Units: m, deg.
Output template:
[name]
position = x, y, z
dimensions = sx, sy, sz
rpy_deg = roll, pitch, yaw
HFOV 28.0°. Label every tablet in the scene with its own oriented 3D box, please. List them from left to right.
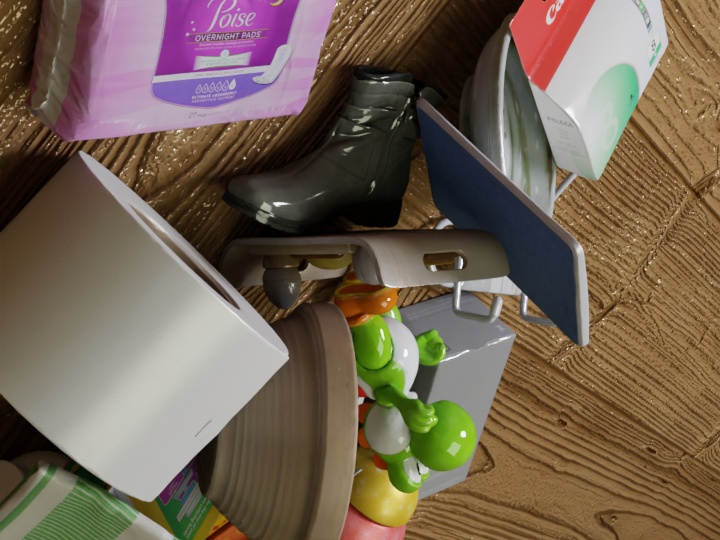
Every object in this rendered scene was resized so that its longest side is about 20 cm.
[tablet]
position = 0.110, -0.038, 1.124
dimensions = 0.014, 0.200, 0.131
rpy_deg = -33, 144, -14

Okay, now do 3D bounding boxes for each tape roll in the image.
[tape roll]
position = -0.166, 0.037, 0.985
dimensions = 0.139, 0.203, 0.203
rpy_deg = -45, 145, 0

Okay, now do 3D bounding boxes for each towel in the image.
[towel]
position = -0.175, 0.223, 1.028
dimensions = 0.153, 0.200, 0.023
rpy_deg = -44, -166, 39

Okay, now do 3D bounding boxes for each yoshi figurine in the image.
[yoshi figurine]
position = 0.046, 0.096, 1.262
dimensions = 0.112, 0.112, 0.201
rpy_deg = -22, 107, -26

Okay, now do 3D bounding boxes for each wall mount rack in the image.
[wall mount rack]
position = 0.150, -0.037, 1.360
dimensions = 0.199, 0.074, 0.175
rpy_deg = 5, 92, -50

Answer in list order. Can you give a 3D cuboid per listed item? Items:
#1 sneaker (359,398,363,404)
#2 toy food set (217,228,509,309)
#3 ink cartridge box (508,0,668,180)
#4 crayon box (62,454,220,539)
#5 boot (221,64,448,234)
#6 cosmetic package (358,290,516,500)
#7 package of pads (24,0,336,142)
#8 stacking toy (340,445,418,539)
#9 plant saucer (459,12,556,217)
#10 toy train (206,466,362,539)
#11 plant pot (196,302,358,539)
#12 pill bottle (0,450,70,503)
[sneaker]
position = -0.066, 0.109, 1.289
dimensions = 0.200, 0.075, 0.088
rpy_deg = 32, 81, -56
[toy food set]
position = 0.000, 0.000, 1.149
dimensions = 0.143, 0.199, 0.061
rpy_deg = -5, 94, -43
[ink cartridge box]
position = 0.200, -0.199, 1.225
dimensions = 0.162, 0.050, 0.200
rpy_deg = -60, 151, -19
[crayon box]
position = -0.161, 0.162, 1.124
dimensions = 0.200, 0.058, 0.119
rpy_deg = -60, 138, -45
[boot]
position = -0.019, -0.102, 1.134
dimensions = 0.199, 0.068, 0.131
rpy_deg = -6, 122, -50
[cosmetic package]
position = 0.068, 0.127, 1.421
dimensions = 0.106, 0.090, 0.201
rpy_deg = -14, 131, -38
[package of pads]
position = -0.117, -0.158, 0.953
dimensions = 0.199, 0.076, 0.121
rpy_deg = -12, 134, -39
[stacking toy]
position = 0.008, 0.217, 1.365
dimensions = 0.146, 0.146, 0.200
rpy_deg = 6, 130, -49
[plant saucer]
position = 0.120, -0.112, 1.210
dimensions = 0.200, 0.050, 0.202
rpy_deg = -3, 90, -70
[toy train]
position = -0.107, 0.205, 1.301
dimensions = 0.199, 0.085, 0.116
rpy_deg = -36, 132, 6
[plant pot]
position = -0.071, 0.121, 1.093
dimensions = 0.092, 0.201, 0.202
rpy_deg = 6, 125, -15
[pill bottle]
position = -0.234, 0.211, 1.163
dimensions = 0.111, 0.111, 0.200
rpy_deg = -48, 144, 2
